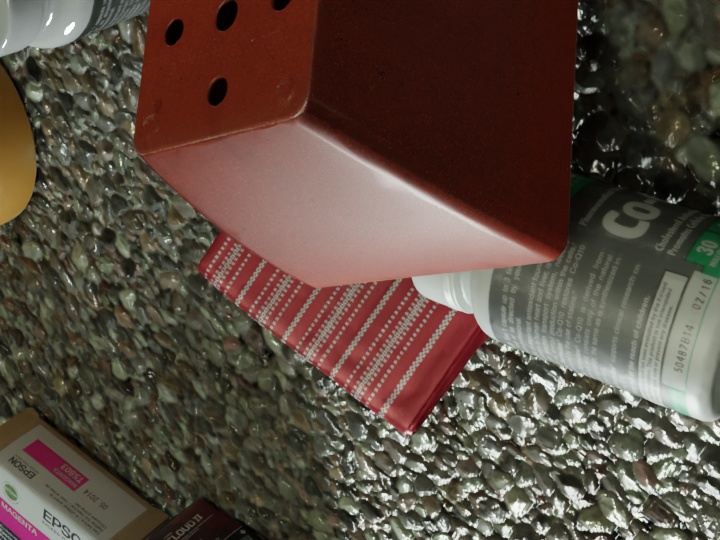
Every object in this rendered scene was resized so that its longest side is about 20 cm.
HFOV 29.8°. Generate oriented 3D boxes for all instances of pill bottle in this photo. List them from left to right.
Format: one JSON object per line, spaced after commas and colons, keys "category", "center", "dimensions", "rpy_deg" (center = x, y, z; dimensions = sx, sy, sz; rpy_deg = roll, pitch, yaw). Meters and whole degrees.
{"category": "pill bottle", "center": [-0.186, -0.213, 0.882], "dimensions": [0.114, 0.200, 0.114], "rpy_deg": [20, 126, 30]}
{"category": "pill bottle", "center": [0.136, 0.004, 0.803], "dimensions": [0.200, 0.113, 0.113], "rpy_deg": [21, 126, 29]}

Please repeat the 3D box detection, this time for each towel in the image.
{"category": "towel", "center": [0.000, 0.000, 0.927], "dimensions": [0.200, 0.022, 0.145], "rpy_deg": [37, 97, 16]}

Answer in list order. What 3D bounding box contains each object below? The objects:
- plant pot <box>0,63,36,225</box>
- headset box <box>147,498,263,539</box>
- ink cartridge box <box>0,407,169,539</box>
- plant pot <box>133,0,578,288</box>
{"category": "plant pot", "center": [-0.412, -0.098, 1.150], "dimensions": [0.200, 0.183, 0.201], "rpy_deg": [20, 126, 30]}
{"category": "headset box", "center": [-0.114, 0.312, 1.219], "dimensions": [0.200, 0.075, 0.149], "rpy_deg": [27, 129, 25]}
{"category": "ink cartridge box", "center": [-0.291, 0.259, 1.337], "dimensions": [0.200, 0.075, 0.165], "rpy_deg": [33, 133, 22]}
{"category": "plant pot", "center": [-0.012, -0.112, 0.754], "dimensions": [0.200, 0.176, 0.201], "rpy_deg": [-7, 73, 42]}
